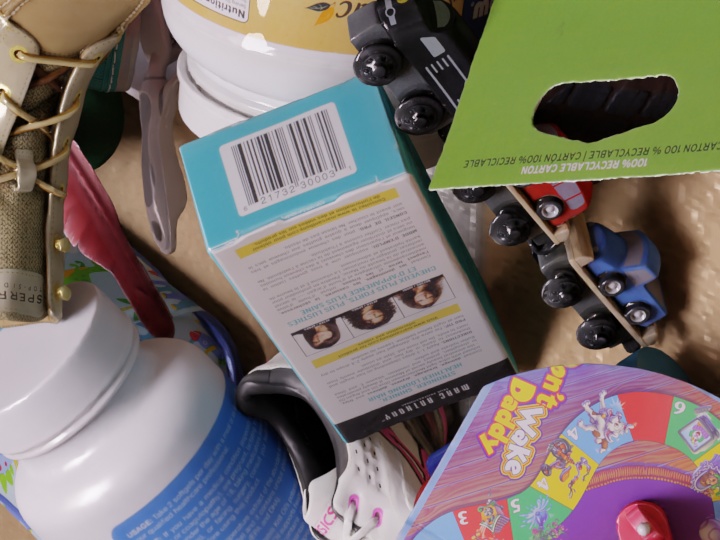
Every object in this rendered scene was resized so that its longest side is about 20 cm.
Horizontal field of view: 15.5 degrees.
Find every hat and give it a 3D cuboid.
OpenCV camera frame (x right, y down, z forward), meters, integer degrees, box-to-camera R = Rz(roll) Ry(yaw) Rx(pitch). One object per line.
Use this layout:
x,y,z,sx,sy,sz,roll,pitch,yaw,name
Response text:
-0.131,-0.088,1.306,0.175,0.165,0.201,4,106,30,hat

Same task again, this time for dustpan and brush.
-0.093,-0.110,1.267,0.139,0.057,0.201,-10,92,56,dustpan and brush

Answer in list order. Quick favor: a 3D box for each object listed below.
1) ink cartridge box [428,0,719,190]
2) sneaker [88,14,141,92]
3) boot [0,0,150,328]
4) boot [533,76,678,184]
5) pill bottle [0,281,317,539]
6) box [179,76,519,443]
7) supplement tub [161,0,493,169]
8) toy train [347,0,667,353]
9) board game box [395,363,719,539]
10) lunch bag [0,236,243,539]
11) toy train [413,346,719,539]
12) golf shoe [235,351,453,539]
0.082,-0.134,0.888,0.147,0.076,0.201,-2,62,45,ink cartridge box
-0.162,-0.152,1.263,0.200,0.080,0.072,-118,32,-43,sneaker
-0.141,-0.057,1.126,0.200,0.073,0.156,-21,64,57,boot
0.092,-0.110,1.015,0.200,0.074,0.097,128,140,-49,boot
-0.085,0.102,1.202,0.200,0.112,0.112,49,155,-25,pill bottle
0.000,0.000,1.055,0.200,0.082,0.049,59,-169,-62,box
-0.005,-0.151,1.054,0.144,0.144,0.201,36,129,44,supplement tub
0.063,-0.035,1.000,0.046,0.200,0.034,-29,38,17,toy train
0.083,0.134,0.989,0.158,0.039,0.201,30,91,7,board game box
-0.141,0.069,1.376,0.200,0.082,0.161,34,126,45,lunch bag
0.116,0.137,1.047,0.116,0.084,0.201,-36,75,35,toy train
0.017,0.115,1.157,0.200,0.092,0.073,56,139,26,golf shoe
